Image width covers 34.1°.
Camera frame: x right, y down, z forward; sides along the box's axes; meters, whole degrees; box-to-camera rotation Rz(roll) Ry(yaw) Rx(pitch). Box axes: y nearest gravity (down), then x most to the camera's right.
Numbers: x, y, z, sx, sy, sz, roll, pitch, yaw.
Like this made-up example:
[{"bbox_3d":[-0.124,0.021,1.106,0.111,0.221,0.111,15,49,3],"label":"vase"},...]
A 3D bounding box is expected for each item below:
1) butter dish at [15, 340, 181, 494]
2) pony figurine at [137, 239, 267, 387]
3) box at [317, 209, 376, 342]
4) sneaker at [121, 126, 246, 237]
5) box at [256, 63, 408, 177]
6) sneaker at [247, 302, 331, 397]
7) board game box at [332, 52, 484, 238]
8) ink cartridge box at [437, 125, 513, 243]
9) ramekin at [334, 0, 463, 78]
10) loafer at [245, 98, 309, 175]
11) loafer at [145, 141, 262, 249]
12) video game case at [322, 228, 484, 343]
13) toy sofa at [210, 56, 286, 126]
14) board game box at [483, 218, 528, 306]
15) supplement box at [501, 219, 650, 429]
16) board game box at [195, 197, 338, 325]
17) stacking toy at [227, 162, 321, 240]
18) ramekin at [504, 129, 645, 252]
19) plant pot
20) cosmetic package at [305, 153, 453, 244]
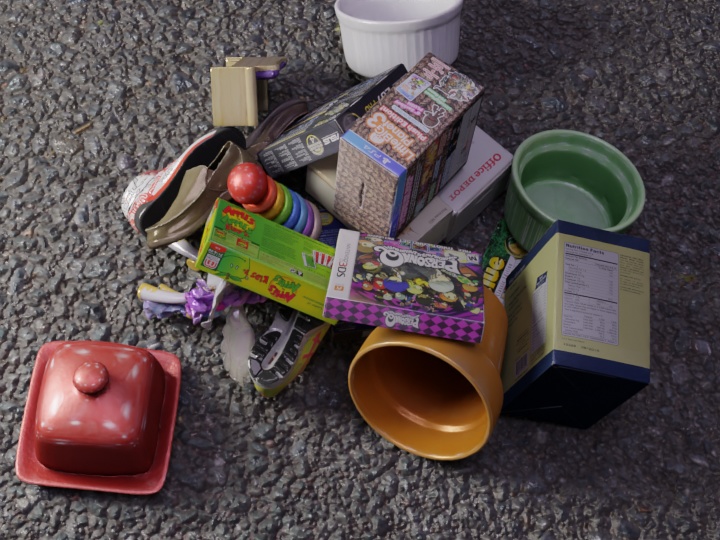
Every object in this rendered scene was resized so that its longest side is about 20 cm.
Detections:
[{"bbox_3d":[-0.334,0.162,1.484,0.196,0.149,0.203,6,60,-3],"label":"butter dish"},{"bbox_3d":[-0.193,0.033,1.584,0.197,0.168,0.195,8,51,17],"label":"pony figurine"},{"bbox_3d":[0.000,0.000,1.673,0.119,0.033,0.203,-7,62,-10],"label":"box"},{"bbox_3d":[-0.257,-0.138,1.668,0.202,0.067,0.108,-47,34,-8],"label":"sneaker"},{"bbox_3d":[-0.035,-0.209,1.651,0.161,0.199,0.050,-42,106,-36],"label":"box"},{"bbox_3d":[-0.087,0.088,1.583,0.078,0.091,0.200,31,60,16],"label":"sneaker"},{"bbox_3d":[0.063,-0.161,1.579,0.096,0.160,0.200,35,60,16],"label":"board game box"},{"bbox_3d":[0.109,-0.163,1.744,0.199,0.088,0.145,40,65,18],"label":"ink cartridge box"},{"bbox_3d":[0.061,-0.370,1.807,0.197,0.099,0.201,-4,31,2],"label":"ramekin"},{"bbox_3d":[-0.137,-0.175,1.742,0.071,0.073,0.200,42,68,4],"label":"loafer"},{"bbox_3d":[-0.222,-0.103,1.594,0.200,0.076,0.068,-43,106,-28],"label":"loafer"},{"bbox_3d":[0.058,0.016,1.487,0.196,0.036,0.182,10,30,0],"label":"video game case"},{"bbox_3d":[-0.158,-0.263,1.708,0.096,0.200,0.084,0,104,0],"label":"toy sofa"},{"bbox_3d":[0.211,0.026,1.688,0.103,0.024,0.202,22,61,8],"label":"board game box"},{"bbox_3d":[0.280,0.075,1.550,0.132,0.200,0.203,12,64,-10],"label":"supplement box"},{"bbox_3d":[-0.110,-0.012,1.527,0.197,0.048,0.102,23,33,-13],"label":"board game box"},{"bbox_3d":[-0.123,-0.088,1.600,0.084,0.200,0.087,-6,72,18],"label":"stacking toy"},{"bbox_3d":[0.303,-0.100,1.705,0.196,0.098,0.202,6,50,-7],"label":"ramekin"},{"bbox_3d":[0.109,0.112,1.544,0.198,0.202,0.184,25,46,9],"label":"plant pot"},{"bbox_3d":[0.025,-0.101,1.675,0.199,0.074,0.103,40,62,18],"label":"cosmetic package"}]
